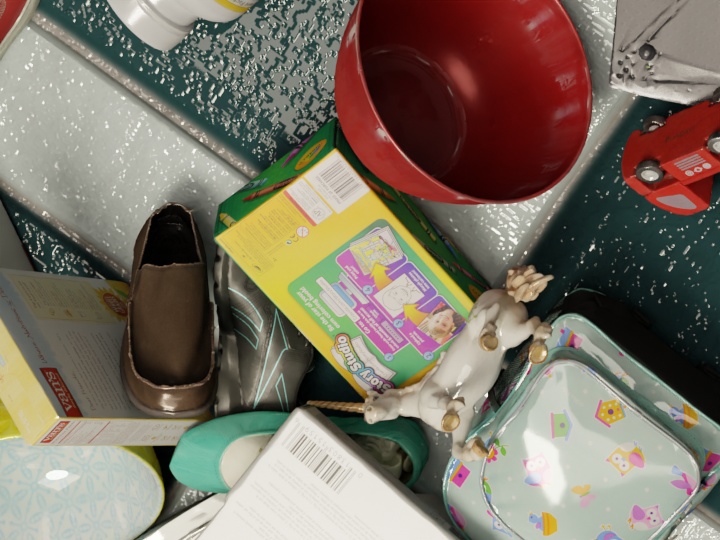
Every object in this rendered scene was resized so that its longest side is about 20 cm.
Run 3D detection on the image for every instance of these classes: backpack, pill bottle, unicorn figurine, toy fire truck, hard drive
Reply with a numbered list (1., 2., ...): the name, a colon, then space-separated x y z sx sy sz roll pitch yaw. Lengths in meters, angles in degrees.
1. backpack: 0.160 0.142 1.654 0.176 0.153 0.200 37 116 1
2. pill bottle: -0.096 -0.255 1.666 0.200 0.112 0.112 -38 89 20
3. unicorn figurine: 0.069 0.076 1.629 0.200 0.137 0.074 -42 109 3
4. toy fire truck: 0.300 -0.077 1.598 0.141 0.049 0.200 35 141 -30
5. hard drive: 0.282 -0.181 1.605 0.199 0.042 0.136 7 103 15

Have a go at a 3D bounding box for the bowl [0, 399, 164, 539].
1. bowl: -0.256 0.139 1.785 0.199 0.200 0.108 -23 52 19

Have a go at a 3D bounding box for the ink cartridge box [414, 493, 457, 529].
1. ink cartridge box: 0.071 0.284 1.699 0.200 0.084 0.145 40 97 19

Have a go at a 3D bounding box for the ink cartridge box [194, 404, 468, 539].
1. ink cartridge box: -0.020 0.227 1.652 0.200 0.044 0.174 40 96 8

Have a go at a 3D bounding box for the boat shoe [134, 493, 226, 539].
1. boat shoe: -0.128 0.220 1.795 0.199 0.071 0.064 -32 90 18

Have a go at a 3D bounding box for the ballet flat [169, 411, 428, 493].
1. ballet flat: -0.045 0.144 1.717 0.199 0.070 0.068 -3 110 -7

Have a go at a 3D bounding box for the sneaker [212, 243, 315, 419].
1. sneaker: -0.074 0.041 1.752 0.079 0.075 0.201 0 107 2

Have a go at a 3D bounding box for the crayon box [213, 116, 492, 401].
1. crayon box: 0.000 0.000 1.682 0.119 0.058 0.200 -35 112 19

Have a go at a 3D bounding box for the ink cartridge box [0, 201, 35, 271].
1. ink cartridge box: -0.365 0.031 1.819 0.199 0.084 0.145 -25 94 20

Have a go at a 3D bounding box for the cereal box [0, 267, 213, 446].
1. cereal box: -0.211 0.066 1.701 0.040 0.200 0.144 -43 66 21

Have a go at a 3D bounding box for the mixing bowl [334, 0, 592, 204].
1. mixing bowl: 0.057 -0.128 1.624 0.201 0.200 0.108 59 146 -1

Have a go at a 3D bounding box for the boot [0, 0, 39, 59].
1. boot: -0.315 -0.193 1.728 0.072 0.144 0.201 30 107 10

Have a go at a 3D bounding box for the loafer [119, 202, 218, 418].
1. loafer: -0.147 0.026 1.695 0.073 0.201 0.071 -3 135 -9
